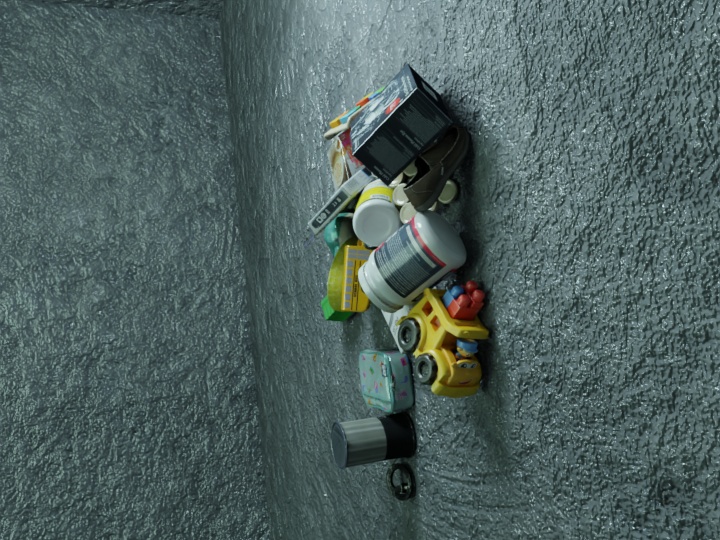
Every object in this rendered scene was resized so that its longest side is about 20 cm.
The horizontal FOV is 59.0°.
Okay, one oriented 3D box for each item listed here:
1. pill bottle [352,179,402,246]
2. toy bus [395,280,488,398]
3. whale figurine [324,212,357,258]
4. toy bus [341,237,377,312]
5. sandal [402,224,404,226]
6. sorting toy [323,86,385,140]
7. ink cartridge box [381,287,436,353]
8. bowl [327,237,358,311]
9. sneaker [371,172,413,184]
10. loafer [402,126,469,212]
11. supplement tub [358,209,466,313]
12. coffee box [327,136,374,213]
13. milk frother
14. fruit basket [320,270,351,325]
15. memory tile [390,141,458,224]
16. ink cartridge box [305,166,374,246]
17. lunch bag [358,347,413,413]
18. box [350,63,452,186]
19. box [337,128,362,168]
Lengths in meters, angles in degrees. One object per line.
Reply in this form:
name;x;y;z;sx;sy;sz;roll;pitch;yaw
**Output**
pill bottle;0.046;-0.145;1.507;0.200;0.112;0.113;-77;-4;-63
toy bus;0.188;0.123;1.264;0.192;0.135;0.200;-57;41;32
whale figurine;-0.046;-0.063;1.781;0.159;0.103;0.201;-48;-39;-57
toy bus;0.000;0.000;1.564;0.065;0.078;0.201;-8;-79;-80
sandal;0.075;-0.059;1.555;0.043;0.076;0.200;41;146;6
sorting toy;0.001;-0.402;1.583;0.037;0.185;0.200;53;164;-12
ink cartridge box;0.112;0.070;1.475;0.200;0.082;0.147;-115;28;-43
bowl;0.006;0.023;1.678;0.107;0.200;0.201;15;113;22
sneaker;0.121;-0.222;1.459;0.200;0.085;0.073;23;97;44
loafer;0.149;-0.213;1.261;0.073;0.071;0.200;-6;52;62
supplement tub;0.106;-0.017;1.316;0.200;0.140;0.141;-40;50;27
coffee box;-0.025;-0.275;1.779;0.114;0.079;0.201;125;137;-58
milk frother;0.033;0.476;1.593;0.181;0.187;0.201;114;145;-51
fruit basket;-0.057;0.048;1.932;0.185;0.093;0.201;130;148;-59
memory tile;0.124;-0.210;1.390;0.153;0.017;0.201;-31;66;31
ink cartridge box;-0.055;-0.170;1.597;0.043;0.198;0.200;44;125;-3
lunch bag;0.063;0.283;1.640;0.200;0.077;0.161;171;96;-68
box;0.077;-0.303;1.309;0.182;0.104;0.200;-44;23;21
box;0.034;-0.329;1.563;0.100;0.095;0.200;60;161;-11
